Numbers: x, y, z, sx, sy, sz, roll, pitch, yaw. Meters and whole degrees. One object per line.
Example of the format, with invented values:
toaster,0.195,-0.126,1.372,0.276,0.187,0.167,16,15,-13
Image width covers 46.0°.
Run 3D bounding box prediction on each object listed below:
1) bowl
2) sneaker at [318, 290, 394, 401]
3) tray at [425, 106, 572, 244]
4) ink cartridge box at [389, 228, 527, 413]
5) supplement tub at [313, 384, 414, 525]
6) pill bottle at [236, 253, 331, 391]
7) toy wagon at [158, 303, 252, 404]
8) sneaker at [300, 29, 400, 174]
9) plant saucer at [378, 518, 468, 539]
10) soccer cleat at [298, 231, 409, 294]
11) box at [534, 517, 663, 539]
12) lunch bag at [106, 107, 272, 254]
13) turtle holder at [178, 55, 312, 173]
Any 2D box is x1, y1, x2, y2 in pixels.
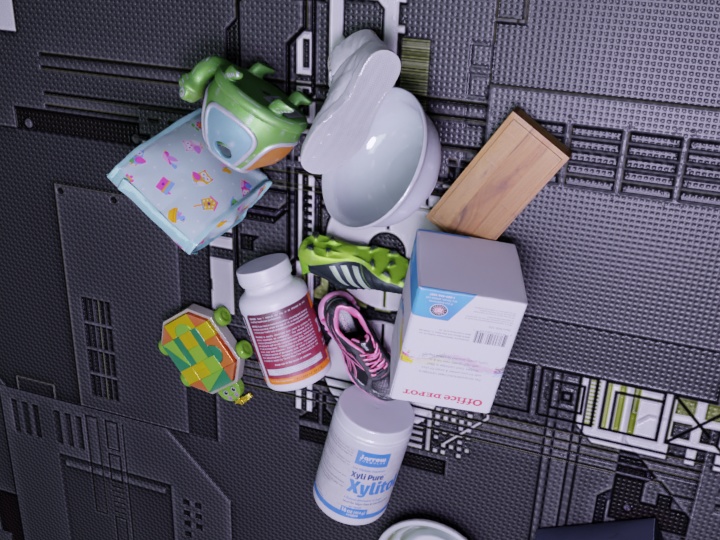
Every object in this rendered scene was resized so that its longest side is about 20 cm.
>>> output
bowl,0.044,-0.142,1.172,0.201,0.090,0.202,-21,61,43
sneaker,0.006,0.124,1.316,0.079,0.095,0.200,-36,99,-10
tray,0.189,-0.118,1.179,0.099,0.037,0.200,40,122,2
ink cartridge box,0.130,0.072,1.189,0.146,0.146,0.200,9,125,-4
supplement tub,0.003,0.301,1.383,0.132,0.132,0.200,21,120,12
pill bottle,-0.125,0.080,1.348,0.113,0.113,0.201,-9,109,25
toy wagon,-0.259,0.155,1.477,0.155,0.040,0.200,-27,100,29
sneaker,-0.023,-0.235,1.171,0.074,0.116,0.200,25,114,-31
plant saucer,0.125,0.503,1.469,0.200,0.050,0.201,8,114,18
soccer cleat,0.000,0.000,1.298,0.199,0.068,0.081,18,140,11
box,0.390,0.510,1.327,0.196,0.117,0.200,-15,107,27
lunch bag,-0.256,-0.122,1.257,0.170,0.200,0.122,45,129,-3
turtle holder,-0.173,-0.224,1.207,0.185,0.141,0.132,28,114,-18
